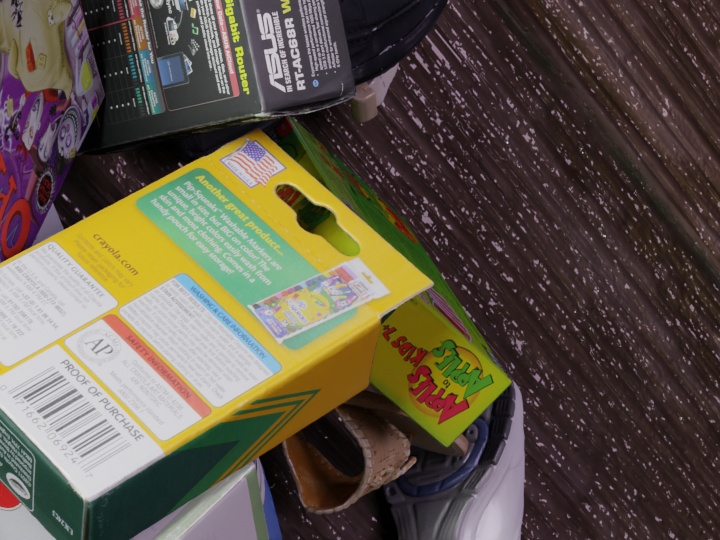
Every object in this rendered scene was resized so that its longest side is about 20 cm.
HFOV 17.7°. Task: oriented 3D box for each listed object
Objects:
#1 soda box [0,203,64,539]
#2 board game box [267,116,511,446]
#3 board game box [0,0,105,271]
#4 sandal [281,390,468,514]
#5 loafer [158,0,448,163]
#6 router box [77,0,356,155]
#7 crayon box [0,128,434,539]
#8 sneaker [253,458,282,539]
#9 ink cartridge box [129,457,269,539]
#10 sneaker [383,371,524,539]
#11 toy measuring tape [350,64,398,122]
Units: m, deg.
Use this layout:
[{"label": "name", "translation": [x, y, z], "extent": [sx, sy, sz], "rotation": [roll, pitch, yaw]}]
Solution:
[{"label": "soda box", "translation": [-0.157, 0.050, 1.077], "extent": [0.068, 0.063, 0.201], "rotation": [-26, 93, -45]}, {"label": "board game box", "translation": [0.000, 0.000, 1.170], "extent": [0.102, 0.048, 0.200], "rotation": [42, 8, -27]}, {"label": "board game box", "translation": [-0.158, -0.099, 0.979], "extent": [0.201, 0.032, 0.120], "rotation": [80, 29, -53]}, {"label": "sandal", "translation": [-0.020, 0.085, 1.153], "extent": [0.212, 0.077, 0.070], "rotation": [38, 66, -54]}, {"label": "loafer", "translation": [-0.028, -0.128, 1.211], "extent": [0.200, 0.071, 0.068], "rotation": [-34, 60, -25]}, {"label": "router box", "translation": [-0.089, -0.163, 1.077], "extent": [0.062, 0.149, 0.201], "rotation": [-15, 96, -42]}, {"label": "crayon box", "translation": [-0.082, 0.029, 1.017], "extent": [0.199, 0.052, 0.126], "rotation": [-31, 59, -32]}, {"label": "sneaker", "translation": [-0.081, 0.069, 1.134], "extent": [0.077, 0.075, 0.201], "rotation": [-37, 107, -46]}, {"label": "ink cartridge box", "translation": [-0.118, 0.180, 1.026], "extent": [0.200, 0.048, 0.146], "rotation": [-42, 149, -26]}, {"label": "sneaker", "translation": [0.056, 0.149, 1.257], "extent": [0.087, 0.074, 0.201], "rotation": [45, 51, -46]}, {"label": "toy measuring tape", "translation": [0.008, -0.173, 1.311], "extent": [0.073, 0.073, 0.201], "rotation": [39, 56, -27]}]
